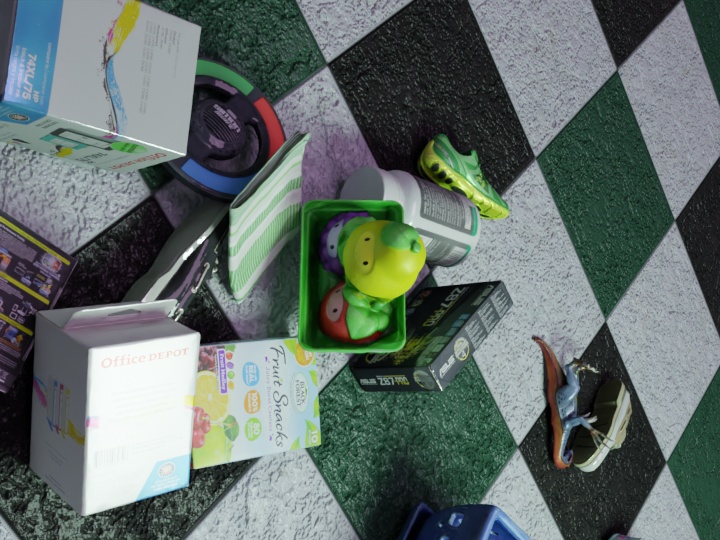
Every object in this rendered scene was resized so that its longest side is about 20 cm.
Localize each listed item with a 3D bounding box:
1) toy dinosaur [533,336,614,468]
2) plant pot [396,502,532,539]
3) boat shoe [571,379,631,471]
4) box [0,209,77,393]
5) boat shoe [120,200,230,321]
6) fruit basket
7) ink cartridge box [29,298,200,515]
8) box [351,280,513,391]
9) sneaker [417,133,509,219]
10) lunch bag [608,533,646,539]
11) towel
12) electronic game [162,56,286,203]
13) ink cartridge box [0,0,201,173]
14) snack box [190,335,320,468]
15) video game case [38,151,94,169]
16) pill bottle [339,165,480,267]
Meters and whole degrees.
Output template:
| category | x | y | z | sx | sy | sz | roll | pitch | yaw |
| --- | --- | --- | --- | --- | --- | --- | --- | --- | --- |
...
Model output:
| category | x | y | z | sx | sy | sz | roll | pitch | yaw |
| --- | --- | --- | --- | --- | --- | --- | --- | --- | --- |
| toy dinosaur | 0.354 | 0.244 | 1.639 | 0.183 | 0.199 | 0.105 | -62 | 165 | 1 |
| plant pot | 0.137 | 0.452 | 1.321 | 0.200 | 0.179 | 0.201 | 48 | 58 | -29 |
| boat shoe | 0.447 | 0.292 | 1.699 | 0.069 | 0.074 | 0.200 | 52 | 54 | -20 |
| box | -0.406 | 0.007 | 0.938 | 0.200 | 0.044 | 0.162 | 39 | 61 | -35 |
| boat shoe | -0.205 | -0.002 | 1.109 | 0.060 | 0.073 | 0.201 | 50 | 58 | -29 |
| fruit basket | 0.000 | 0.000 | 1.166 | 0.153 | 0.216 | 0.219 | 0 | 85 | 0 |
| ink cartridge box | -0.256 | 0.124 | 0.977 | 0.128 | 0.125 | 0.203 | -5 | 108 | -43 |
| box | 0.102 | 0.093 | 1.332 | 0.200 | 0.160 | 0.049 | -44 | 115 | -35 |
| sneaker | 0.175 | -0.145 | 1.479 | 0.199 | 0.074 | 0.084 | 36 | 67 | -35 |
| lunch bag | 0.472 | 0.584 | 1.697 | 0.200 | 0.077 | 0.161 | -48 | 116 | -35 |
| towel | -0.113 | -0.062 | 1.145 | 0.023 | 0.201 | 0.153 | 30 | 57 | 11 |
| electronic game | -0.174 | -0.172 | 1.137 | 0.198 | 0.042 | 0.202 | 21 | 53 | -30 |
| ink cartridge box | -0.290 | -0.201 | 0.965 | 0.199 | 0.146 | 0.148 | 13 | 78 | -41 |
| snack box | -0.142 | 0.159 | 1.168 | 0.199 | 0.053 | 0.144 | -1 | 87 | -44 |
| video game case | -0.353 | -0.235 | 1.023 | 0.181 | 0.023 | 0.203 | 19 | 73 | -41 |
| pill bottle | 0.071 | -0.078 | 1.349 | 0.199 | 0.112 | 0.115 | 17 | 75 | -42 |
